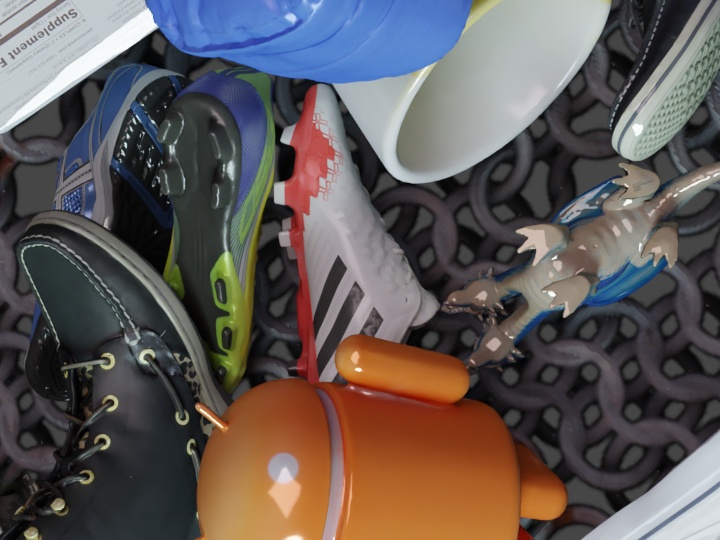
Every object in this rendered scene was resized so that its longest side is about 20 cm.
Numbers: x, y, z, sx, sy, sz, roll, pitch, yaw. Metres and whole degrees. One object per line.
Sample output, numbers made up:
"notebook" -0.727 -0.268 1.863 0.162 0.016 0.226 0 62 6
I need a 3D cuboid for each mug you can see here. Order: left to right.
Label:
"mug" 0.038 -0.166 1.180 0.187 0.149 0.153 -49 66 18

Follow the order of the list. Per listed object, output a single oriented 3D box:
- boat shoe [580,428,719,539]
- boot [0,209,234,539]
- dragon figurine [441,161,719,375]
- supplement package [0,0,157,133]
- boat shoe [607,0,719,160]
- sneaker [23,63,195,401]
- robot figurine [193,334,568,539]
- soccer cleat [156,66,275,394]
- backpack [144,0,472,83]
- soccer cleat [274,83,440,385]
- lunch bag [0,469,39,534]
"boat shoe" 0.156 0.144 1.123 0.067 0.073 0.200 58 136 20
"boot" -0.143 0.087 1.176 0.073 0.154 0.204 -10 118 45
"dragon figurine" 0.128 -0.015 1.184 0.199 0.099 0.059 -32 86 -2
"supplement package" -0.151 -0.187 1.198 0.155 0.200 0.111 -33 111 11
"boat shoe" 0.165 -0.144 1.162 0.062 0.075 0.201 21 69 14
"sneaker" -0.138 -0.021 1.269 0.077 0.075 0.201 39 109 54
"robot figurine" 0.003 0.118 1.150 0.198 0.144 0.117 9 53 -21
"soccer cleat" -0.072 -0.015 1.225 0.064 0.084 0.202 19 124 22
"backpack" -0.034 -0.190 1.039 0.162 0.167 0.202 3 89 54
"soccer cleat" 0.000 0.000 1.222 0.084 0.069 0.202 -3 91 4
"lunch bag" -0.208 0.239 1.236 0.163 0.118 0.201 -34 85 7
